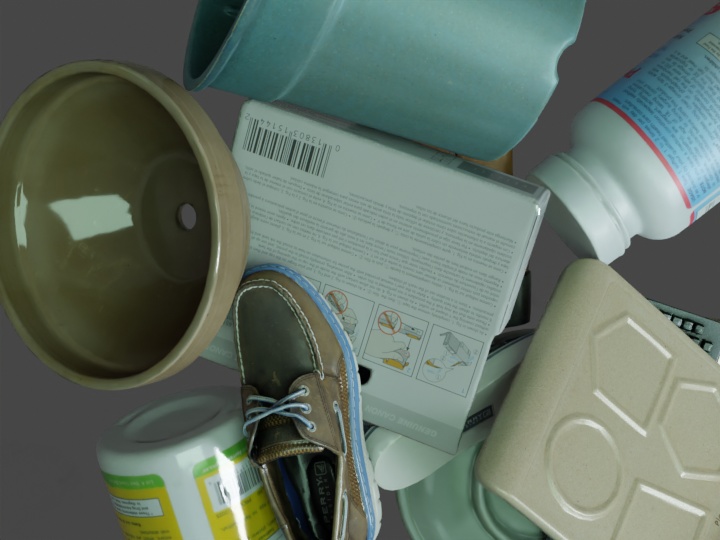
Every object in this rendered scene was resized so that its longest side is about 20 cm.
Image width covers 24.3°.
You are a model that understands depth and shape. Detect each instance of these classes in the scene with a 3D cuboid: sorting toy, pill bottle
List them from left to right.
[{"bbox_3d":[-0.095,0.188,1.111,0.111,0.111,0.201,-19,106,-11],"label":"pill bottle"},{"bbox_3d":[0.179,0.118,1.097,0.200,0.036,0.185,37,59,-15],"label":"sorting toy"},{"bbox_3d":[0.215,-0.093,1.141,0.200,0.109,0.109,-37,108,-6],"label":"pill bottle"}]

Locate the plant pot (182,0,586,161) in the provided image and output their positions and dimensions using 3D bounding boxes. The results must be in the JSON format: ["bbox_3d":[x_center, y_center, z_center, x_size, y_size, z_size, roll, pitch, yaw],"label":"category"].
[{"bbox_3d":[0.020,-0.169,1.017,0.195,0.200,0.201,20,96,-16],"label":"plant pot"}]

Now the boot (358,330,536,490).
[{"bbox_3d":[0.070,0.068,1.138,0.199,0.090,0.073,-23,133,-20],"label":"boot"}]

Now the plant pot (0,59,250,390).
[{"bbox_3d":[-0.136,-0.031,1.041,0.093,0.200,0.202,-11,108,-54],"label":"plant pot"}]

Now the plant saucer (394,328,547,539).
[{"bbox_3d":[0.125,0.144,1.196,0.199,0.050,0.201,-3,102,-15],"label":"plant saucer"}]

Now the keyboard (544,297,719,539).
[{"bbox_3d":[0.216,0.129,1.172,0.127,0.021,0.201,17,98,-10],"label":"keyboard"}]

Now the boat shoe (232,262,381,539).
[{"bbox_3d":[-0.036,0.094,1.043,0.072,0.072,0.201,-17,98,20],"label":"boat shoe"}]

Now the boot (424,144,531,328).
[{"bbox_3d":[0.022,-0.054,1.119,0.188,0.068,0.201,-6,98,-3],"label":"boot"}]

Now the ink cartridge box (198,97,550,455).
[{"bbox_3d":[0.000,0.000,1.071,0.199,0.045,0.177,20,109,10],"label":"ink cartridge box"}]

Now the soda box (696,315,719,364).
[{"bbox_3d":[0.258,0.138,1.225,0.067,0.064,0.201,8,98,-17],"label":"soda box"}]
